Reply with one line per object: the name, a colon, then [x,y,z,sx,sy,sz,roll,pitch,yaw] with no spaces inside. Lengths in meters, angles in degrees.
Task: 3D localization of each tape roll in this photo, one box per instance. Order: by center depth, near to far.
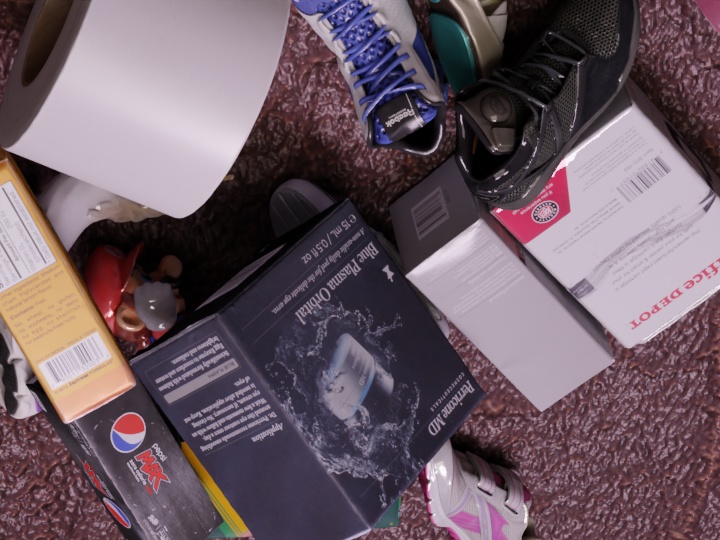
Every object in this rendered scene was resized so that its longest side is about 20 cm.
tape roll: [-0.156,-0.155,1.300,0.139,0.203,0.203,21,120,-22]

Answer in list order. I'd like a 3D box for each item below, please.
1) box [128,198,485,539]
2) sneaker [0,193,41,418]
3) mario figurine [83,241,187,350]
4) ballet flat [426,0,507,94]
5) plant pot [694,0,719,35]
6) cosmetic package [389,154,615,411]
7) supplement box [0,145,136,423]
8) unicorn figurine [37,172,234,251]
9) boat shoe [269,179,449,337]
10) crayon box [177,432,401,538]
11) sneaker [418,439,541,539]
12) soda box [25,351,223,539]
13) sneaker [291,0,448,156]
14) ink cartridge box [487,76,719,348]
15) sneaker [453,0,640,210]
box: [-0.036,0.084,1.413,0.117,0.197,0.200,-28,100,42]
sneaker: [-0.267,0.023,1.501,0.083,0.081,0.201,-19,126,-36]
mario figurine: [-0.136,0.040,1.496,0.200,0.106,0.123,38,146,-6]
ballet flat: [0.077,-0.210,1.386,0.069,0.070,0.200,-22,124,7]
plant pot: [0.337,-0.249,1.328,0.200,0.201,0.179,34,129,-28]
cosmetic package: [0.118,0.012,1.520,0.090,0.107,0.200,-38,124,17]
supplement box: [-0.241,0.009,1.349,0.069,0.067,0.201,-27,110,-7]
unicorn figurine: [-0.222,-0.061,1.414,0.200,0.074,0.137,-43,111,-6]
boat shoe: [0.000,0.000,1.519,0.073,0.067,0.200,-21,109,41]
crayon box: [-0.064,0.174,1.634,0.199,0.058,0.119,-3,126,-6]
sneaker: [0.107,0.204,1.676,0.088,0.082,0.200,-23,133,6]
soda box: [-0.194,0.153,1.519,0.071,0.063,0.201,-42,125,-25]
sneaker: [0.017,-0.161,1.375,0.080,0.115,0.200,-28,124,10]
ink cartridge box: [0.214,-0.052,1.501,0.145,0.084,0.200,-37,123,17]
sneaker: [0.138,-0.139,1.371,0.200,0.076,0.114,-55,159,9]
